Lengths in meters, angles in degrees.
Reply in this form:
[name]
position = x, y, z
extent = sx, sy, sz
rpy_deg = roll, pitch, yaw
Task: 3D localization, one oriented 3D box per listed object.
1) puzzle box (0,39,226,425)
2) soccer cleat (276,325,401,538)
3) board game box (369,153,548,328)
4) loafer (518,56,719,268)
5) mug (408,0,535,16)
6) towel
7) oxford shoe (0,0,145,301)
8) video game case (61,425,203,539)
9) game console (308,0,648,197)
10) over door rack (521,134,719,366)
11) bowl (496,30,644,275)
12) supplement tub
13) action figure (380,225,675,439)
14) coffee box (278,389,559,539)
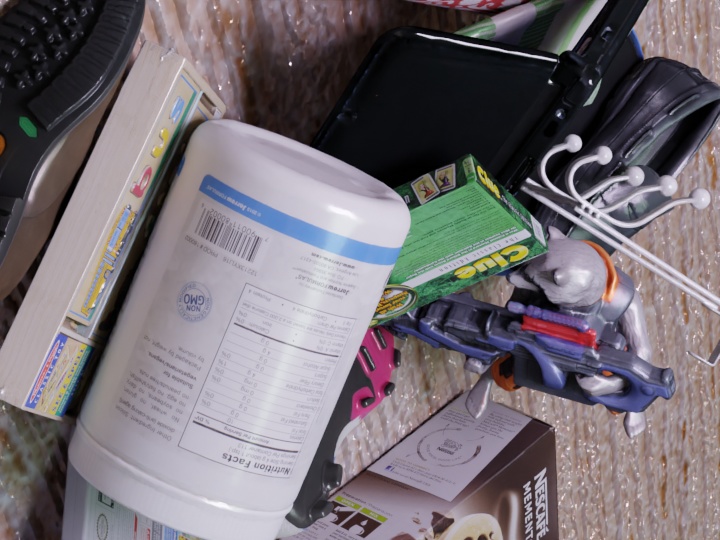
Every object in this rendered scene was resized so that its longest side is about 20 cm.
[puzzle box]
position = -0.133, -0.016, 1.351
extent = 0.133, 0.025, 0.201
rpy_deg = 45, 69, -80
[soccer cleat]
position = -0.041, 0.087, 1.553
extent = 0.070, 0.086, 0.200
rpy_deg = 60, 34, -25
[board game box]
position = 0.000, 0.000, 1.472
extent = 0.105, 0.199, 0.024
rpy_deg = 42, 30, -52
[loafer]
position = 0.174, -0.055, 1.681
extent = 0.201, 0.070, 0.068
rpy_deg = -55, 145, -17
[mug]
position = 0.078, -0.213, 1.458
extent = 0.199, 0.176, 0.135
rpy_deg = 8, 74, -58
[towel]
position = 0.080, -0.113, 1.529
extent = 0.199, 0.023, 0.153
rpy_deg = -22, 159, -25
[oxford shoe]
position = -0.170, -0.068, 1.298
extent = 0.201, 0.072, 0.084
rpy_deg = -60, 164, -12
[video game case]
position = -0.114, 0.184, 1.484
extent = 0.200, 0.018, 0.144
rpy_deg = 38, 48, -54
[game console]
position = 0.058, -0.098, 1.471
extent = 0.176, 0.116, 0.200
rpy_deg = -57, -178, -41
[over door rack]
position = 0.192, -0.015, 1.585
extent = 0.200, 0.148, 0.067
rpy_deg = 44, 89, -13
[bowl]
position = 0.124, -0.089, 1.692
extent = 0.200, 0.039, 0.202
rpy_deg = -29, 130, -42
[supplement tub]
position = -0.066, 0.032, 1.374
extent = 0.132, 0.132, 0.201
rpy_deg = 8, 108, -54
[action figure]
position = 0.107, 0.032, 1.590
extent = 0.194, 0.199, 0.105
rpy_deg = 94, 17, -62
[coffee box]
position = 0.043, 0.184, 1.696
extent = 0.200, 0.079, 0.114
rpy_deg = -36, 134, -37
